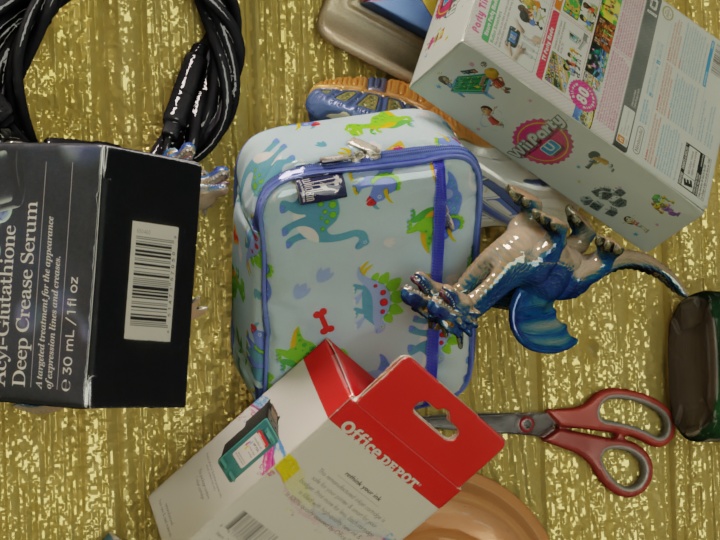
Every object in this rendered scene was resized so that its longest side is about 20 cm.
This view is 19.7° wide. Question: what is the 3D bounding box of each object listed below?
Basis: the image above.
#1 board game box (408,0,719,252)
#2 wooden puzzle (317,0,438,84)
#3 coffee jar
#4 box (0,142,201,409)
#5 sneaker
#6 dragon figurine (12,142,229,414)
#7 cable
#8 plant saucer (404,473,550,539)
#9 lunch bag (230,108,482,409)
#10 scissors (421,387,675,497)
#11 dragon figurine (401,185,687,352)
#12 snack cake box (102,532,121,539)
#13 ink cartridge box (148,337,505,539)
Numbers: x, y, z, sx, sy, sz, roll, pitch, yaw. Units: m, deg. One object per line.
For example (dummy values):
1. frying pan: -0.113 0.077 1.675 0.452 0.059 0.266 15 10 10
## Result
1. board game box: 0.142 -0.129 1.351 0.199 0.064 0.148 33 49 -17
2. wooden puzzle: 0.089 -0.210 1.418 0.184 0.046 0.201 26 82 -15
3. coffee jar: 0.320 0.070 1.463 0.198 0.085 0.105 2 80 -17
4. box: -0.207 0.002 1.238 0.107 0.198 0.150 7 86 -61
5. sneaker: 0.053 -0.065 1.390 0.198 0.075 0.089 18 120 0
6. dragon figurine: -0.147 0.010 1.326 0.059 0.100 0.200 26 121 -26
7. cable: -0.153 -0.131 1.340 0.199 0.051 0.164 -34 99 -15
8. plant saucer: 0.048 0.233 1.406 0.198 0.032 0.202 1 88 -18
9. lunch bag: 0.000 0.000 1.328 0.159 0.083 0.202 -7 122 -18
10. scissors: 0.126 0.101 1.444 0.198 0.014 0.074 18 86 -15
11. dragon figurine: 0.112 0.011 1.304 0.199 0.059 0.100 15 110 -44
12. snack cake box: -0.121 0.279 1.335 0.200 0.067 0.115 44 79 -12
13. ink cartridge box: -0.021 0.127 1.311 0.200 0.067 0.116 -41 126 10
